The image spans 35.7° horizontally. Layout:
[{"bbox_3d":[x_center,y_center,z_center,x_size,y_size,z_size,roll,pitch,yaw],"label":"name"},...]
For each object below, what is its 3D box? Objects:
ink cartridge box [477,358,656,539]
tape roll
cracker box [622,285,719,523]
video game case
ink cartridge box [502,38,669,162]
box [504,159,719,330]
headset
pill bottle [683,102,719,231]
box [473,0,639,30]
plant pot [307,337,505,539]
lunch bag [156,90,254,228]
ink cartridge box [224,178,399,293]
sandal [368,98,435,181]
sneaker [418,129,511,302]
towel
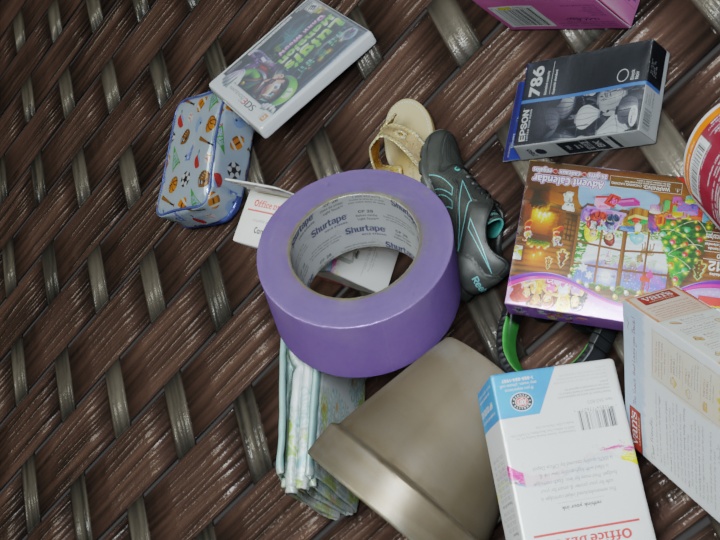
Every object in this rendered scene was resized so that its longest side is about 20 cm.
[{"bbox_3d":[0.177,0.187,0.953,0.068,0.113,0.204,105,157,-70],"label":"ink cartridge box"},{"bbox_3d":[0.000,0.000,1.121,0.196,0.086,0.203,-6,51,7],"label":"tape roll"},{"bbox_3d":[0.277,0.112,0.863,0.200,0.057,0.136,-135,34,-62],"label":"cracker box"},{"bbox_3d":[-0.097,-0.283,1.530,0.199,0.023,0.182,-41,41,-6],"label":"video game case"},{"bbox_3d":[0.221,-0.173,1.163,0.198,0.039,0.101,-4,70,48],"label":"ink cartridge box"},{"bbox_3d":[0.236,-0.018,0.993,0.196,0.039,0.139,8,76,16],"label":"box"},{"bbox_3d":[0.192,0.014,1.061,0.123,0.094,0.203,15,76,50],"label":"headset"},{"bbox_3d":[0.327,-0.055,0.848,0.113,0.112,0.201,-50,18,18],"label":"pill bottle"},{"bbox_3d":[0.229,-0.372,1.206,0.175,0.096,0.203,13,82,50],"label":"box"},{"bbox_3d":[0.076,0.168,1.067,0.174,0.200,0.199,-51,39,-9],"label":"plant pot"},{"bbox_3d":[-0.228,-0.166,1.640,0.159,0.075,0.204,-8,67,49],"label":"lunch bag"},{"bbox_3d":[-0.064,-0.038,1.292,0.116,0.198,0.069,12,80,50],"label":"ink cartridge box"},{"bbox_3d":[0.044,-0.134,1.318,0.077,0.069,0.215,-33,50,33],"label":"sandal"},{"bbox_3d":[0.118,-0.067,1.215,0.078,0.075,0.203,-22,64,28],"label":"sneaker"},{"bbox_3d":[-0.041,0.154,1.199,0.047,0.171,0.204,-4,66,17],"label":"towel"}]
